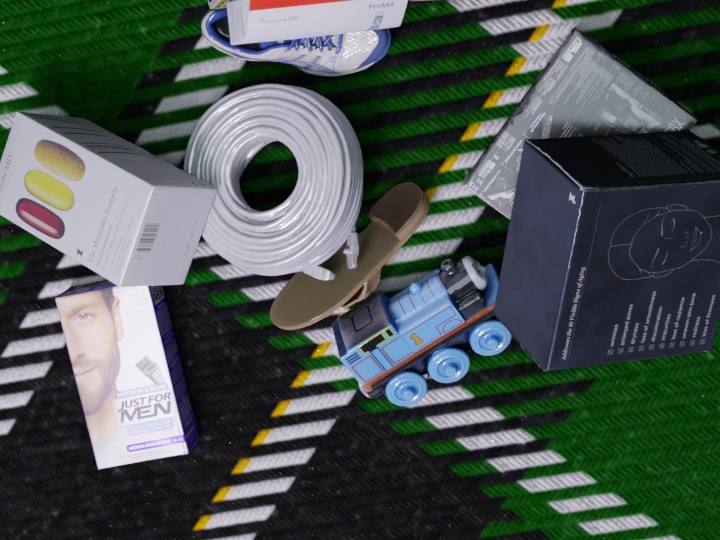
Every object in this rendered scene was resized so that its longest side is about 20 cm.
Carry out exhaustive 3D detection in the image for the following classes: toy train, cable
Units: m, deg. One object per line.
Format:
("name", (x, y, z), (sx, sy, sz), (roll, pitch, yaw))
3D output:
("toy train", (0.070, 0.061, 1.548), (0.199, 0.087, 0.114), (-32, 124, 11))
("cable", (-0.093, -0.095, 1.531), (0.199, 0.069, 0.202), (6, 91, 20))

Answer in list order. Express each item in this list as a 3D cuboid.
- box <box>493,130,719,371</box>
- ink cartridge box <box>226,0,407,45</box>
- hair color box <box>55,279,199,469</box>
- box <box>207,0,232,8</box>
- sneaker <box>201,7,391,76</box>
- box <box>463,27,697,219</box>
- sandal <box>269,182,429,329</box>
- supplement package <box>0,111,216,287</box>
("box", (0.256, -0.022, 1.447), (0.195, 0.124, 0.201), (-5, 120, -24))
("ink cartridge box", (-0.032, -0.243, 1.381), (0.159, 0.200, 0.048), (-8, 101, -13))
("hair color box", (-0.256, 0.110, 1.619), (0.109, 0.065, 0.201), (-11, 99, 9))
("box", (-0.135, -0.372, 1.439), (0.035, 0.110, 0.201), (-10, 85, -28))
("sneaker", (-0.068, -0.239, 1.515), (0.198, 0.088, 0.076), (3, 100, 4))
("box", (0.227, -0.126, 1.526), (0.157, 0.050, 0.201), (35, 103, -2))
("sandal", (0.003, 0.003, 1.569), (0.212, 0.078, 0.070), (-44, 136, -2))
("supplement package", (-0.270, -0.075, 1.521), (0.199, 0.109, 0.114), (27, 104, 27))
